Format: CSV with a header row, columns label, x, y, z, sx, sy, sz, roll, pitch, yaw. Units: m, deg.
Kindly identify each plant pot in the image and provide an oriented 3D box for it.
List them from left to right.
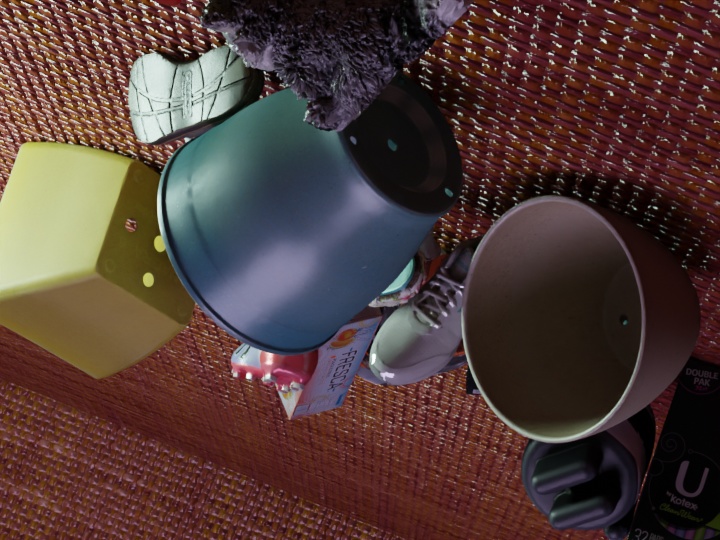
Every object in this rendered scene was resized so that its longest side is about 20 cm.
label,x,y,z,sx,sy,sz,roll,pitch,yaw
plant pot,-0.267,-0.020,1.959,0.175,0.202,0.199,-9,147,44
plant pot,-0.027,-0.063,1.445,0.199,0.201,0.188,31,135,-28

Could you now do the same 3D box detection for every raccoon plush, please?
label,x,y,z,sx,sy,sz,roll,pitch,yaw
raccoon plush,-0.019,-0.194,1.285,0.134,0.097,0.200,40,131,-12

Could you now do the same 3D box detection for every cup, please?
label,x,y,z,sx,sy,sz,roll,pitch,yaw
cup,0.204,0.040,1.537,0.142,0.202,0.199,1,-177,-43

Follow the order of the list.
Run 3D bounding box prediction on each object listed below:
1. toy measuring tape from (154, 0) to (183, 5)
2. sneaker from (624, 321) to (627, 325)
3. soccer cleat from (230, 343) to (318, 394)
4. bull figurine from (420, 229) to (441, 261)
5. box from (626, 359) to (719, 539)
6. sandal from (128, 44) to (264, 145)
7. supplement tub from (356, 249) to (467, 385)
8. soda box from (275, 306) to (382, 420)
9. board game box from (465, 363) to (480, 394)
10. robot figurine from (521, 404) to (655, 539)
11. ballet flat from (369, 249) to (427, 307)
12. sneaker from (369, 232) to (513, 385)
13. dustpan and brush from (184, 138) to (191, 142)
label,x,y,z,sx,sy,sz,roll,pitch,yaw
toy measuring tape,-0.111,-0.226,1.266,0.073,0.074,0.199,32,162,-33
sneaker,0.259,0.058,1.719,0.087,0.075,0.200,12,177,-17
soccer cleat,-0.079,0.076,1.778,0.066,0.077,0.200,19,173,-12
bull figurine,-0.007,-0.044,1.703,0.199,0.065,0.122,21,146,20
box,0.361,0.216,1.824,0.147,0.201,0.124,18,163,13
sandal,-0.137,-0.152,1.567,0.054,0.083,0.199,7,170,-40
supplement tub,0.056,0.047,1.830,0.122,0.123,0.200,26,163,-14
soda box,-0.037,0.072,1.826,0.063,0.069,0.200,-14,154,-22
board game box,0.181,0.099,1.938,0.134,0.028,0.200,2,163,2
robot figurine,0.230,0.184,1.847,0.124,0.151,0.200,16,-154,11
ballet flat,0.000,0.000,1.645,0.199,0.076,0.064,7,165,47
sneaker,0.081,0.018,1.608,0.070,0.200,0.080,43,168,26
dustpan and brush,-0.108,-0.036,1.744,0.140,0.057,0.202,-137,31,-67
